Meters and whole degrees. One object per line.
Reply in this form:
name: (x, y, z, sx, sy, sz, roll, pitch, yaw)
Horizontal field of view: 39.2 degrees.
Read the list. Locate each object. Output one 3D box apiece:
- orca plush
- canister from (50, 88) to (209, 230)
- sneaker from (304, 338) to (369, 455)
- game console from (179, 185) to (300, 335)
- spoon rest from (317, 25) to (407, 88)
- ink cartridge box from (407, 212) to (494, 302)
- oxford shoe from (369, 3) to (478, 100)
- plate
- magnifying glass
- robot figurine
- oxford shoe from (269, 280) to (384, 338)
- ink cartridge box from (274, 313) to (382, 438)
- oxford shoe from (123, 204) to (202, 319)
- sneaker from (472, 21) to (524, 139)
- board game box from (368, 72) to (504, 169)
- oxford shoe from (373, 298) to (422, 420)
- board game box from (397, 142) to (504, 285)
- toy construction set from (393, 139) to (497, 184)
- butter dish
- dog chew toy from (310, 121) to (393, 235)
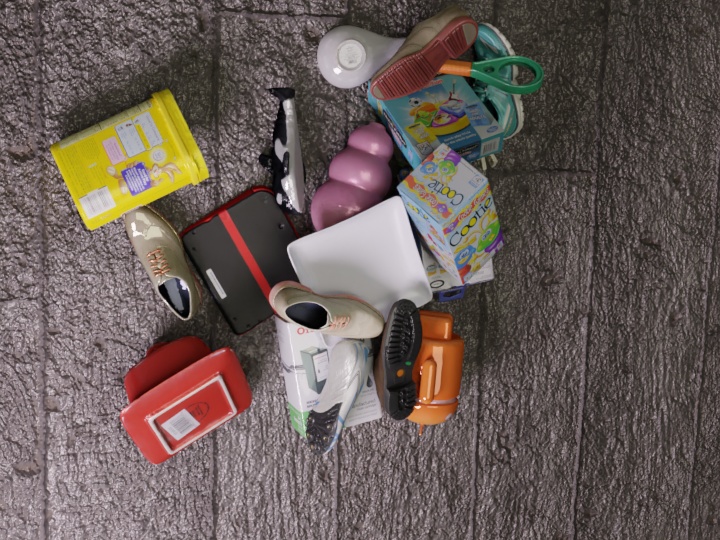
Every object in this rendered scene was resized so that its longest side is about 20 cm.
orca plush: (-0.136, -0.190, 1.625, 0.070, 0.105, 0.204, -5, 104, 12)
canister: (-0.349, -0.167, 1.526, 0.198, 0.087, 0.150, -26, 78, -11)
sneaker: (-0.033, 0.208, 1.637, 0.072, 0.071, 0.203, 8, 105, -50)
game console: (-0.178, -0.019, 1.662, 0.175, 0.031, 0.202, -31, 106, -6)
spoon rest: (0.025, -0.361, 1.669, 0.196, 0.061, 0.101, -10, 101, -4)
ink cartridge box: (0.151, -0.043, 1.745, 0.134, 0.076, 0.204, -11, 101, -16)
oxford shoe: (0.094, -0.349, 1.623, 0.198, 0.075, 0.071, -33, 141, 6)
plate: (0.000, 0.000, 1.611, 0.197, 0.032, 0.203, -24, 118, -7)
magnifying glass: (0.203, -0.330, 1.664, 0.196, 0.081, 0.023, 7, 141, 6)
robot figurine: (0.117, 0.173, 1.725, 0.115, 0.143, 0.204, 0, 99, -32)
oxford shoe: (-0.046, 0.077, 1.570, 0.197, 0.074, 0.072, 13, 109, -23)
ink cartridge box: (-0.054, 0.159, 1.700, 0.143, 0.084, 0.204, -13, 102, -17)
oxford shoe: (-0.306, -0.015, 1.577, 0.070, 0.074, 0.202, -30, 106, 3)
sneaker: (0.225, -0.320, 1.721, 0.079, 0.077, 0.203, -23, 105, -26)
board game box: (0.120, -0.252, 1.644, 0.149, 0.201, 0.047, -20, 144, -15)
oxford shoe: (0.051, 0.136, 1.649, 0.072, 0.084, 0.204, -4, 111, -29)
board game box: (0.146, -0.086, 1.588, 0.103, 0.105, 0.201, -43, 150, -8)
toy construction set: (0.137, -0.208, 1.692, 0.197, 0.132, 0.093, -16, 145, -26)
butter dish: (-0.292, 0.177, 1.596, 0.198, 0.148, 0.201, -31, 149, -13)
dog chew toy: (-0.004, -0.144, 1.652, 0.123, 0.124, 0.203, 20, 88, -21)
